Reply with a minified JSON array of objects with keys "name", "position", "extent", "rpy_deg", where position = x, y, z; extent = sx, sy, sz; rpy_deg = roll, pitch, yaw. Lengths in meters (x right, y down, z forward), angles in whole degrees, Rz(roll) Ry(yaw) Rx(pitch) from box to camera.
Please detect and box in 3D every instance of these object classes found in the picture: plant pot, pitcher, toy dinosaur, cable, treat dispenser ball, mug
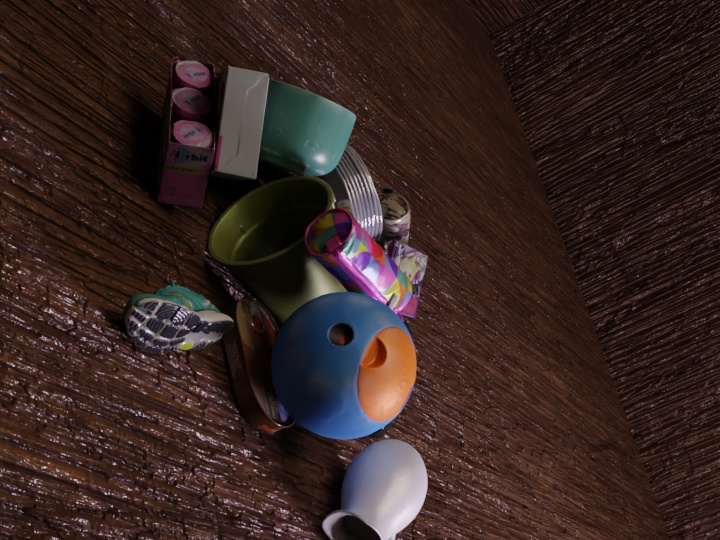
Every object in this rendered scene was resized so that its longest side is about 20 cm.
[{"name":"plant pot","position":[-0.098,-0.006,1.683],"extent":[0.200,0.200,0.190],"rpy_deg":[-87,157,-52]},{"name":"pitcher","position":[0.030,0.356,1.636],"extent":[0.200,0.121,0.172],"rpy_deg":[-53,135,-55]},{"name":"toy dinosaur","position":[0.034,0.002,1.810],"extent":[0.200,0.047,0.088],"rpy_deg":[-94,177,-74]},{"name":"cable","position":[-0.033,-0.128,1.958],"extent":[0.200,0.069,0.200],"rpy_deg":[-1,-73,68]},{"name":"treat dispenser ball","position":[-0.023,0.129,1.541],"extent":[0.201,0.201,0.201],"rpy_deg":[49,25,-32]},{"name":"mug","position":[-0.094,-0.208,1.731],"extent":[0.152,0.115,0.185],"rpy_deg":[21,0,6]}]

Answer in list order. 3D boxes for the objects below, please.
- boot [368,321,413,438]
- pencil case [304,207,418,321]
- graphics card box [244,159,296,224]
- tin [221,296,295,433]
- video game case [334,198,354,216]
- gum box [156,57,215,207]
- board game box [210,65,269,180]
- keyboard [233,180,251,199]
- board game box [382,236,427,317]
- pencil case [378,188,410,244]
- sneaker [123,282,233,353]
[{"name":"boot","position":[0.007,0.150,1.774],"extent":[0.158,0.079,0.212],"rpy_deg":[37,57,-49]},{"name":"pencil case","position":[0.002,-0.005,1.586],"extent":[0.200,0.088,0.089],"rpy_deg":[46,27,-44]},{"name":"graphics card box","position":[-0.149,-0.167,1.800],"extent":[0.200,0.051,0.125],"rpy_deg":[49,22,4]},{"name":"tin","position":[-0.144,0.132,1.580],"extent":[0.112,0.042,0.200],"rpy_deg":[35,35,-58]},{"name":"video game case","position":[0.000,0.000,1.765],"extent":[0.181,0.025,0.200],"rpy_deg":[-107,-178,-75]},{"name":"gum box","position":[-0.248,-0.201,1.609],"extent":[0.066,0.114,0.200],"rpy_deg":[7,46,-14]},{"name":"board game box","position":[-0.186,-0.208,1.631],"extent":[0.200,0.064,0.148],"rpy_deg":[-166,-95,-76]},{"name":"keyboard","position":[-0.193,-0.152,1.825],"extent":[0.200,0.021,0.127],"rpy_deg":[21,40,-59]},{"name":"board game box","position":[0.069,0.015,2.001],"extent":[0.200,0.032,0.120],"rpy_deg":[21,85,-69]},{"name":"pencil case","position":[0.043,-0.057,2.055],"extent":[0.078,0.089,0.200],"rpy_deg":[-47,156,-32]},{"name":"sneaker","position":[-0.242,0.056,1.428],"extent":[0.080,0.078,0.200],"rpy_deg":[49,11,20]}]
